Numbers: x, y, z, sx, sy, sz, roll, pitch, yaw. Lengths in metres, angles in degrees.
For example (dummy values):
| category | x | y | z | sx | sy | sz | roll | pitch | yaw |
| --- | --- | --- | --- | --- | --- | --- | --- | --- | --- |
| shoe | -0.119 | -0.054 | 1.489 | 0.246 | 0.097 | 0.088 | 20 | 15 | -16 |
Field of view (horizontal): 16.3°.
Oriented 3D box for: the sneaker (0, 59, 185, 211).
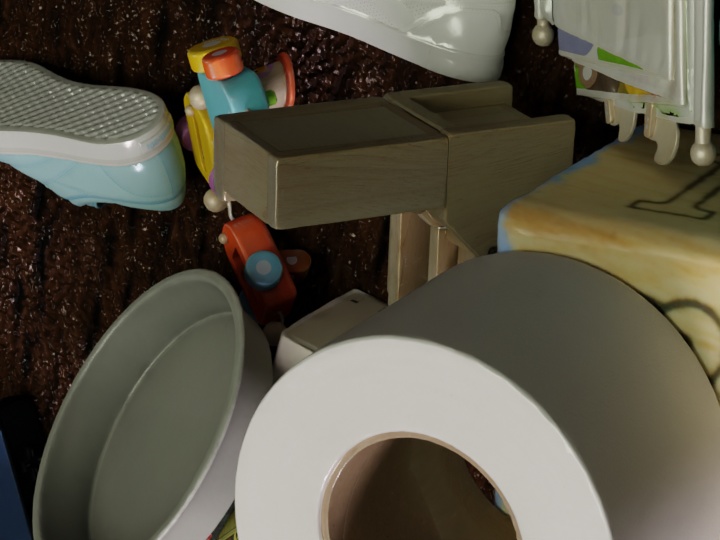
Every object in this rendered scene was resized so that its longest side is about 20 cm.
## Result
| category | x | y | z | sx | sy | sz | roll | pitch | yaw |
| --- | --- | --- | --- | --- | --- | --- | --- | --- | --- |
| sneaker | -0.190 | -0.073 | 1.567 | 0.199 | 0.074 | 0.082 | 17 | 138 | 39 |

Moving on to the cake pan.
| category | x | y | z | sx | sy | sz | roll | pitch | yaw |
| --- | --- | --- | --- | --- | --- | --- | --- | --- | --- |
| cake pan | -0.119 | 0.097 | 1.463 | 0.037 | 0.201 | 0.200 | 30 | 131 | -30 |

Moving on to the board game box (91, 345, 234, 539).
| category | x | y | z | sx | sy | sz | roll | pitch | yaw |
| --- | --- | --- | --- | --- | --- | --- | --- | --- | --- |
| board game box | -0.119 | 0.102 | 1.519 | 0.200 | 0.023 | 0.105 | 22 | 85 | 60 |

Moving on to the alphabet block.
| category | x | y | z | sx | sy | sz | roll | pitch | yaw |
| --- | --- | --- | --- | --- | --- | --- | --- | --- | --- |
| alphabet block | 0.198 | 0.047 | 1.294 | 0.199 | 0.196 | 0.197 | 10 | 113 | 28 |

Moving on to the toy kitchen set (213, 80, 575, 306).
| category | x | y | z | sx | sy | sz | roll | pitch | yaw |
| --- | --- | --- | --- | --- | --- | --- | --- | --- | --- |
| toy kitchen set | 0.000 | 0.000 | 1.373 | 0.163 | 0.179 | 0.202 | 35 | 128 | 57 |

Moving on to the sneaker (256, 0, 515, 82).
| category | x | y | z | sx | sy | sz | roll | pitch | yaw |
| --- | --- | --- | --- | --- | --- | --- | --- | --- | --- |
| sneaker | 0.002 | -0.194 | 1.411 | 0.199 | 0.074 | 0.116 | 21 | 115 | 14 |

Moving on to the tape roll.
| category | x | y | z | sx | sy | sz | roll | pitch | yaw |
| --- | --- | --- | --- | --- | --- | --- | --- | --- | --- |
| tape roll | 0.059 | 0.105 | 1.196 | 0.201 | 0.139 | 0.204 | 11 | 112 | 27 |

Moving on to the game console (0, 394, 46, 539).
| category | x | y | z | sx | sy | sz | roll | pitch | yaw |
| --- | --- | --- | --- | --- | --- | --- | --- | --- | --- |
| game console | -0.212 | 0.182 | 1.587 | 0.118 | 0.200 | 0.174 | -8 | 102 | 32 |

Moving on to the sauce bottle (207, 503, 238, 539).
| category | x | y | z | sx | sy | sz | roll | pitch | yaw |
| --- | --- | --- | --- | --- | --- | --- | --- | --- | --- |
| sauce bottle | -0.039 | 0.146 | 1.440 | 0.200 | 0.065 | 0.065 | -39 | 85 | 35 |

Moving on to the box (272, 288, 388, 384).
| category | x | y | z | sx | sy | sz | roll | pitch | yaw |
| --- | --- | --- | --- | --- | --- | --- | --- | --- | --- |
| box | -0.018 | 0.124 | 1.514 | 0.077 | 0.095 | 0.201 | 26 | 120 | 21 |

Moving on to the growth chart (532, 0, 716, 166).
| category | x | y | z | sx | sy | sz | roll | pitch | yaw |
| --- | --- | --- | --- | --- | --- | --- | --- | --- | --- |
| growth chart | 0.134 | -0.143 | 1.313 | 0.200 | 0.018 | 0.146 | -137 | 43 | -57 |

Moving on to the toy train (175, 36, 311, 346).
| category | x | y | z | sx | sy | sz | roll | pitch | yaw |
| --- | --- | --- | --- | --- | --- | --- | --- | --- | --- |
| toy train | -0.055 | -0.054 | 1.473 | 0.200 | 0.055 | 0.151 | 103 | 143 | -64 |
